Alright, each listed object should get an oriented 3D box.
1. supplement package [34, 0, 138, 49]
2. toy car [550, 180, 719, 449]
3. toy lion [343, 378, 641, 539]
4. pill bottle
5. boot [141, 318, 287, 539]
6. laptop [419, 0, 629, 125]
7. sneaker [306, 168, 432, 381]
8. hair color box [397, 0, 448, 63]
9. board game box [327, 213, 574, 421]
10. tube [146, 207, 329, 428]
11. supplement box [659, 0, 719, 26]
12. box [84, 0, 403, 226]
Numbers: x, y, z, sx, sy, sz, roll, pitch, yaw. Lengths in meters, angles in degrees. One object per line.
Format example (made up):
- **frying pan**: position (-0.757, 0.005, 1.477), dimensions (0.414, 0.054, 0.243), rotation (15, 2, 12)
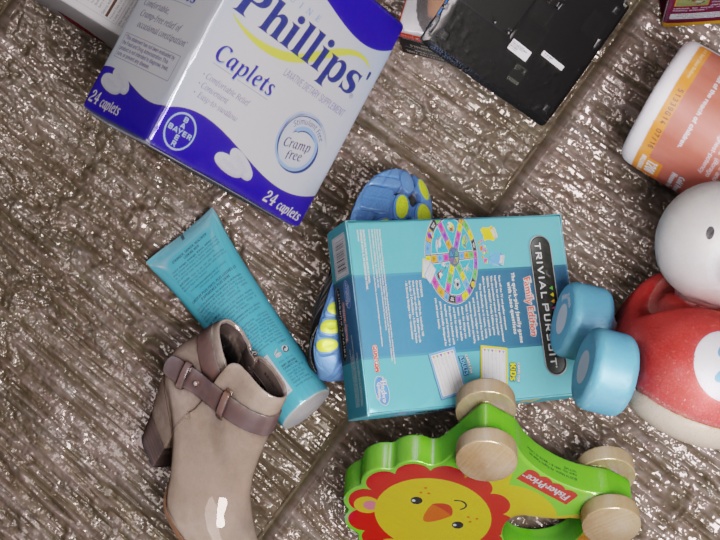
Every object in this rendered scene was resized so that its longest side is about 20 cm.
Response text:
- **supplement package**: position (-0.214, -0.268, 1.091), dimensions (0.198, 0.121, 0.121), rotation (32, 87, 12)
- **toy car**: position (0.264, 0.011, 0.918), dimensions (0.181, 0.177, 0.203), rotation (13, 110, -6)
- **toy lion**: position (0.093, 0.184, 0.975), dimensions (0.198, 0.069, 0.192), rotation (28, 128, -20)
- **pill bottle**: position (0.322, -0.090, 0.993), dimensions (0.198, 0.112, 0.113), rotation (33, 87, 12)
- **boot**: position (-0.107, 0.148, 1.015), dimensions (0.201, 0.070, 0.147), rotation (51, 119, 20)
- **laptop**: position (0.138, -0.257, 1.028), dimensions (0.201, 0.176, 0.103), rotation (-55, 44, 12)
- **sneaker**: position (0.000, 0.001, 1.044), dimensions (0.070, 0.083, 0.202), rotation (28, 70, -15)
- **hair color box**: position (0.108, -0.284, 1.079), dimensions (0.100, 0.061, 0.203), rotation (15, 85, 9)
- **board game box**: position (0.079, 0.036, 0.997), dimensions (0.197, 0.047, 0.154), rotation (-2, 80, -23)
- **tube**: position (-0.105, 0.043, 1.069), dimensions (0.077, 0.050, 0.201), rotation (-37, 74, -3)
- **supplement box**: position (0.300, -0.273, 0.979), dimensions (0.108, 0.200, 0.087), rotation (-4, 80, 8)
- **box**: position (-0.092, -0.170, 1.012), dimensions (0.104, 0.183, 0.202), rotation (27, 89, 43)
